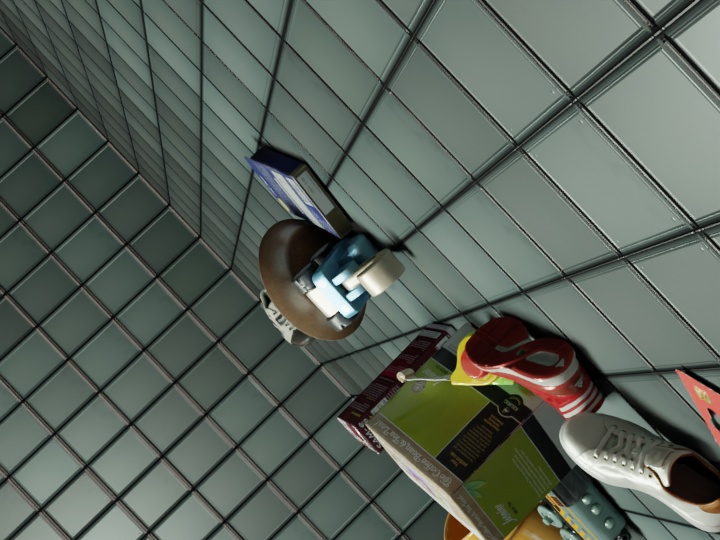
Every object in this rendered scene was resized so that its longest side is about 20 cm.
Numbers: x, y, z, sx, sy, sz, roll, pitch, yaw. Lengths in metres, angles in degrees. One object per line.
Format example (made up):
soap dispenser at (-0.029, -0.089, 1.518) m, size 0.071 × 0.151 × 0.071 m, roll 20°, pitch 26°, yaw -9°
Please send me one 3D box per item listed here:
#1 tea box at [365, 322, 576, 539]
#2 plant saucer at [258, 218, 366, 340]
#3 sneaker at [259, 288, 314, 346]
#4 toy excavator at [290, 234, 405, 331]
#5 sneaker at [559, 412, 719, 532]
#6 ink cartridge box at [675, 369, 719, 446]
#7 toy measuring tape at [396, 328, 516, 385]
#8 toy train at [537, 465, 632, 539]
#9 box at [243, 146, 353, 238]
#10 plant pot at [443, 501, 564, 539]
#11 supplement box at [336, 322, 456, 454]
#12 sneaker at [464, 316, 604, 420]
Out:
tea box at (0.152, 0.209, 1.683) m, size 0.200 × 0.197 × 0.134 m, roll 36°, pitch 166°, yaw 51°
plant saucer at (-0.060, 0.006, 1.936) m, size 0.200 × 0.200 × 0.037 m, roll 48°, pitch 131°, yaw -10°
sneaker at (-0.183, 0.111, 3.148) m, size 0.200 × 0.074 × 0.089 m, roll 37°, pitch 169°, yaw 42°
toy excavator at (0.000, 0.000, 1.805) m, size 0.100 × 0.200 × 0.194 m, roll 47°, pitch -145°, yaw -8°
sneaker at (0.298, 0.191, 1.352) m, size 0.200 × 0.073 × 0.085 m, roll 25°, pitch 157°, yaw 25°
ink cartridge box at (0.357, 0.185, 1.136) m, size 0.200 × 0.050 × 0.161 m, roll 31°, pitch 163°, yaw 51°
toy measuring tape at (0.127, 0.106, 1.638) m, size 0.200 × 0.074 × 0.074 m, roll -3°, pitch 137°, yaw 40°
toy train at (0.312, 0.339, 1.906) m, size 0.200 × 0.085 × 0.114 m, roll 48°, pitch 161°, yaw -14°
box at (-0.093, -0.117, 1.894) m, size 0.121 × 0.032 × 0.200 m, roll 51°, pitch 168°, yaw -27°
plant pot at (0.261, 0.388, 2.051) m, size 0.183 × 0.200 × 0.200 m, roll 32°, pitch 172°, yaw -7°
supplement box at (0.065, 0.166, 1.876) m, size 0.061 × 0.200 × 0.109 m, roll 48°, pitch 171°, yaw -9°
sneaker at (0.200, 0.126, 1.490) m, size 0.116 × 0.078 × 0.200 m, roll 52°, pitch 171°, yaw -23°
